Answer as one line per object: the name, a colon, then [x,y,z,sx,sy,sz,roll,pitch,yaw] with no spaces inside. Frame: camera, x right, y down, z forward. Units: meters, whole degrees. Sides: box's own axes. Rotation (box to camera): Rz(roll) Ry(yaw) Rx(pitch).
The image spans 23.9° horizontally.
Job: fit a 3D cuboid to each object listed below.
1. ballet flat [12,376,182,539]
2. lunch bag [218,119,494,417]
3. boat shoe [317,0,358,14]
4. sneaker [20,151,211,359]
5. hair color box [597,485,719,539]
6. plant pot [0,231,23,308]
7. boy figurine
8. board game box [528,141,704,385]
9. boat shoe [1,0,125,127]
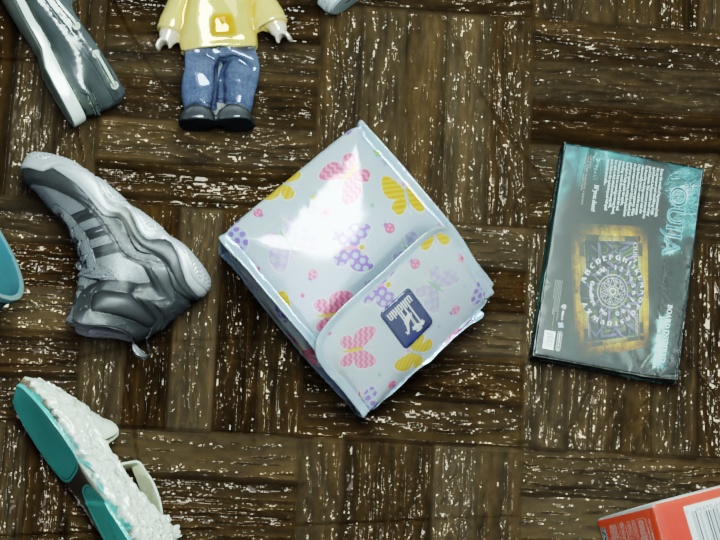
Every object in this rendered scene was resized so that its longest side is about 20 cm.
ballet flat: [-0.224,0.171,1.466,0.072,0.072,0.201,-33,85,-9]
lunch bag: [0.000,0.000,1.478,0.169,0.127,0.200,-39,91,-8]
boat shoe: [0.032,-0.317,1.567,0.199,0.072,0.062,-37,86,-7]
sneaker: [-0.236,-0.011,1.485,0.200,0.076,0.114,37,76,1]
hair color box: [0.271,0.217,1.415,0.101,0.200,0.062,-14,81,-6]
plant pot: [-0.417,0.001,1.422,0.188,0.200,0.201,-38,84,5]
boy figurine: [-0.123,-0.227,1.544,0.123,0.064,0.202,2,82,-1]
board game box: [0.233,-0.006,1.543,0.134,0.028,0.202,11,78,-2]
boat shoe: [-0.278,-0.230,1.522,0.060,0.076,0.201,-29,103,-14]
